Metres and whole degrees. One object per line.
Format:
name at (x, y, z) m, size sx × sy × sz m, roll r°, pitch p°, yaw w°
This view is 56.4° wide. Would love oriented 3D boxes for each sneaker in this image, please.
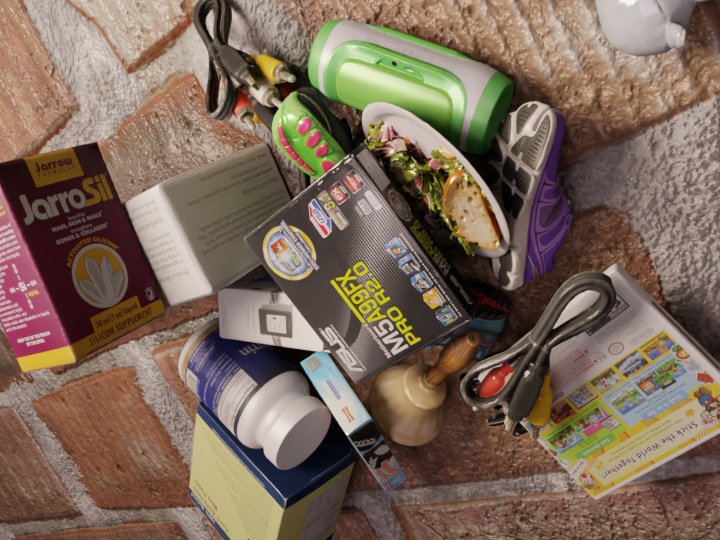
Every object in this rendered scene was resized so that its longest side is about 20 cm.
sneaker at (0.173, -0.074, 0.665) m, size 0.081 × 0.082 × 0.202 m, roll -119°, pitch 20°, yaw -45°
sneaker at (0.068, 0.052, 0.791) m, size 0.198 × 0.079 × 0.097 m, roll 20°, pitch 125°, yaw 22°
sneaker at (-0.021, -0.119, 0.741) m, size 0.076 × 0.085 × 0.201 m, roll -5°, pitch 141°, yaw 26°

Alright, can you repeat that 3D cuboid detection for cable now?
cable at (0.164, 0.076, 0.648) m, size 0.096 × 0.050 × 0.202 m, roll 22°, pitch 116°, yaw 6°
cable at (-0.146, -0.230, 0.749) m, size 0.097 × 0.050 × 0.201 m, roll -44°, pitch 52°, yaw 12°
cable at (-0.073, -0.164, 0.796) m, size 0.097 × 0.050 × 0.201 m, roll -30°, pitch 109°, yaw 20°

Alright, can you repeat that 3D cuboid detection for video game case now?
video game case at (0.245, 0.119, 0.673) m, size 0.182 × 0.023 × 0.200 m, roll 45°, pitch 126°, yaw 4°

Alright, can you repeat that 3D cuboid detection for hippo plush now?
hippo plush at (0.206, -0.239, 0.509) m, size 0.161 × 0.160 × 0.200 m, roll 41°, pitch 109°, yaw -8°

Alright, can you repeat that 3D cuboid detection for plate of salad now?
plate of salad at (0.066, -0.080, 0.670) m, size 0.200 × 0.048 × 0.200 m, roll 44°, pitch 170°, yaw 10°

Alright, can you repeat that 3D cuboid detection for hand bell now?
hand bell at (0.085, 0.118, 0.759) m, size 0.104 × 0.104 × 0.201 m, roll 39°, pitch 147°, yaw 8°

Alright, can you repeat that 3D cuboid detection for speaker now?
speaker at (0.048, -0.188, 0.678) m, size 0.198 × 0.088 × 0.089 m, roll 25°, pitch 124°, yaw 18°

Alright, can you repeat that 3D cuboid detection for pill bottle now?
pill bottle at (-0.138, 0.158, 0.880) m, size 0.199 × 0.115 × 0.117 m, roll 36°, pitch 129°, yaw 29°

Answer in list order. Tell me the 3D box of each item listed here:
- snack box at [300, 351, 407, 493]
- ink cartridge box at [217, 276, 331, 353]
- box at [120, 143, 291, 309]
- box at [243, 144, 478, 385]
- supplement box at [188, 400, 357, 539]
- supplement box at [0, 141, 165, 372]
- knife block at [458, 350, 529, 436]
snack box at (-0.005, 0.192, 0.842) m, size 0.116 × 0.037 × 0.201 m, roll 51°, pitch 170°, yaw 38°
ink cartridge box at (-0.066, 0.052, 0.841) m, size 0.198 × 0.115 × 0.068 m, roll 4°, pitch 98°, yaw 29°
box at (-0.213, -0.045, 0.834) m, size 0.197 × 0.200 × 0.132 m, roll -16°, pitch 103°, yaw 35°
box at (0.000, 0.000, 0.687) m, size 0.159 × 0.044 × 0.201 m, roll -32°, pitch 99°, yaw 29°
supplement box at (-0.133, 0.295, 0.969) m, size 0.199 × 0.133 × 0.202 m, roll 37°, pitch 129°, yaw 31°
supplement box at (-0.313, -0.015, 0.703) m, size 0.102 × 0.131 × 0.202 m, roll -13°, pitch 103°, yaw 33°
knife block at (0.208, 0.101, 0.739) m, size 0.174 × 0.064 × 0.202 m, roll 24°, pitch 124°, yaw 18°
